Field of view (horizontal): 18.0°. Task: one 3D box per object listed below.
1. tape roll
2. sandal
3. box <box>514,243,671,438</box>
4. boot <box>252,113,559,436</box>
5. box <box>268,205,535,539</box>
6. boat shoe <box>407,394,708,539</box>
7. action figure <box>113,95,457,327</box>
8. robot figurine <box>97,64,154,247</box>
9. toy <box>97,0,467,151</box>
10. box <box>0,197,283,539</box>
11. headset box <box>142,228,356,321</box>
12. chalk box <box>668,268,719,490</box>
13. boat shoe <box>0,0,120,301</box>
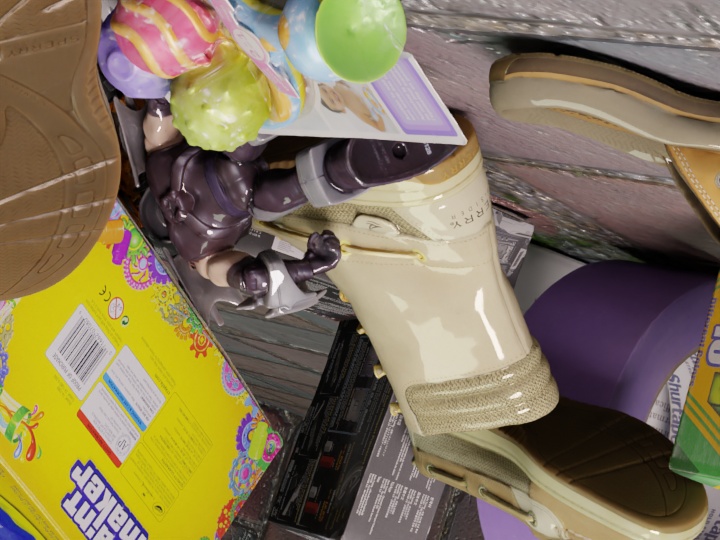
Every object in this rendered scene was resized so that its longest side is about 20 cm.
[{"bbox_3d":[0.159,0.098,1.228,0.085,0.202,0.199,11,170,44],"label":"tape roll"},{"bbox_3d":[0.139,-0.033,0.853,0.198,0.054,0.080,16,173,9],"label":"sandal"},{"bbox_3d":[0.117,0.072,1.412,0.199,0.132,0.199,20,173,-21],"label":"box"},{"bbox_3d":[0.000,0.000,1.092,0.199,0.073,0.156,4,127,44],"label":"boot"},{"bbox_3d":[0.020,0.061,1.281,0.049,0.202,0.158,22,171,-15],"label":"box"},{"bbox_3d":[0.091,0.102,1.107,0.073,0.064,0.200,-17,-153,-36],"label":"boat shoe"},{"bbox_3d":[-0.045,-0.044,0.992,0.131,0.069,0.200,58,150,-7],"label":"action figure"},{"bbox_3d":[-0.174,-0.071,1.134,0.199,0.058,0.146,17,133,33],"label":"robot figurine"},{"bbox_3d":[-0.057,-0.080,0.826,0.199,0.047,0.115,3,135,55],"label":"toy"},{"bbox_3d":[-0.175,0.046,1.048,0.192,0.122,0.201,12,147,39],"label":"box"},{"bbox_3d":[-0.050,-0.030,1.255,0.147,0.076,0.200,19,173,-11],"label":"headset box"},{"bbox_3d":[0.251,0.055,0.986,0.123,0.126,0.200,20,171,-27],"label":"chalk box"},{"bbox_3d":[-0.131,-0.070,0.856,0.071,0.065,0.201,-12,141,-22],"label":"boat shoe"}]
